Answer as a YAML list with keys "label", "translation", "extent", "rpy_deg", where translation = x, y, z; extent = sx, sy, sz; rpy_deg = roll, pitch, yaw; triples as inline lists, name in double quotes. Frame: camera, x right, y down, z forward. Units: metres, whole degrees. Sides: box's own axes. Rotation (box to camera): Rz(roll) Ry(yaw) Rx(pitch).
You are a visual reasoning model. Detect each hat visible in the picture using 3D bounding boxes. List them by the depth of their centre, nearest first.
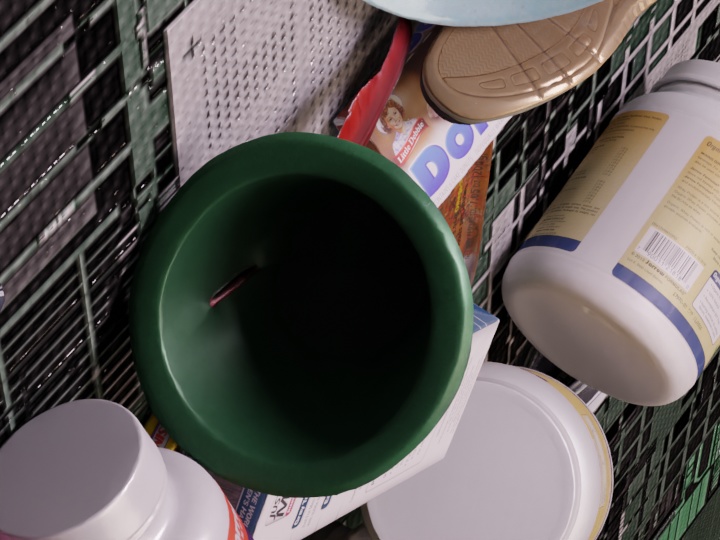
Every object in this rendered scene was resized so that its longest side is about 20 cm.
- label: "hat"
  translation: [0.000, 0.000, 1.313]
  extent: [0.200, 0.166, 0.176]
  rpy_deg: [-53, 172, 17]

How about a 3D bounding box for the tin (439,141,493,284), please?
- label: "tin"
  translation: [0.027, -0.014, 1.512]
  extent: [0.112, 0.042, 0.200]
  rpy_deg: [-50, 157, -38]

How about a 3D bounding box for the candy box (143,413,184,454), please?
- label: "candy box"
  translation: [-0.068, 0.097, 1.445]
  extent: [0.102, 0.026, 0.200]
  rpy_deg: [-54, 158, -10]

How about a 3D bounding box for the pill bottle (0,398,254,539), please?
- label: "pill bottle"
  translation: [-0.100, 0.155, 1.269]
  extent: [0.111, 0.111, 0.200]
  rpy_deg: [-52, 136, -24]

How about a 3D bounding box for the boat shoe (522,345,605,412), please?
- label: "boat shoe"
  translation: [0.177, 0.022, 1.876]
  extent: [0.200, 0.072, 0.068]
  rpy_deg: [-51, 160, -8]

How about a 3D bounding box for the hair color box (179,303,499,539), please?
- label: "hair color box"
  translation: [-0.014, 0.076, 1.411]
  extent: [0.200, 0.061, 0.100]
  rpy_deg: [-24, 140, -54]

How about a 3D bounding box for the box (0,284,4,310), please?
- label: "box"
  translation: [-0.233, 0.078, 0.915]
  extent: [0.148, 0.107, 0.200]
  rpy_deg: [-14, 130, -64]

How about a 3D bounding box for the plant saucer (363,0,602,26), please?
- label: "plant saucer"
  translation: [0.073, -0.189, 1.265]
  extent: [0.201, 0.201, 0.039]
  rpy_deg: [78, 2, -60]

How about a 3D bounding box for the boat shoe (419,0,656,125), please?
- label: "boat shoe"
  translation: [0.105, -0.133, 1.405]
  extent: [0.200, 0.072, 0.065]
  rpy_deg: [-42, 175, -27]

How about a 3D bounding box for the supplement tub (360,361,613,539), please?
- label: "supplement tub"
  translation: [0.077, 0.128, 1.616]
  extent: [0.145, 0.145, 0.200]
  rpy_deg: [-62, 171, 1]

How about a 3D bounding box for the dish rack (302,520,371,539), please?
- label: "dish rack"
  translation: [-0.048, 0.247, 1.660]
  extent: [0.172, 0.044, 0.200]
  rpy_deg: [-53, 158, -23]

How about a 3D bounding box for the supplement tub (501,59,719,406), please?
- label: "supplement tub"
  translation: [0.201, -0.026, 1.753]
  extent: [0.200, 0.144, 0.144]
  rpy_deg: [-53, 158, -21]

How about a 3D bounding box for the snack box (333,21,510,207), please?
- label: "snack box"
  translation: [0.066, -0.121, 1.433]
  extent: [0.200, 0.024, 0.072]
  rpy_deg: [-51, 120, -26]
